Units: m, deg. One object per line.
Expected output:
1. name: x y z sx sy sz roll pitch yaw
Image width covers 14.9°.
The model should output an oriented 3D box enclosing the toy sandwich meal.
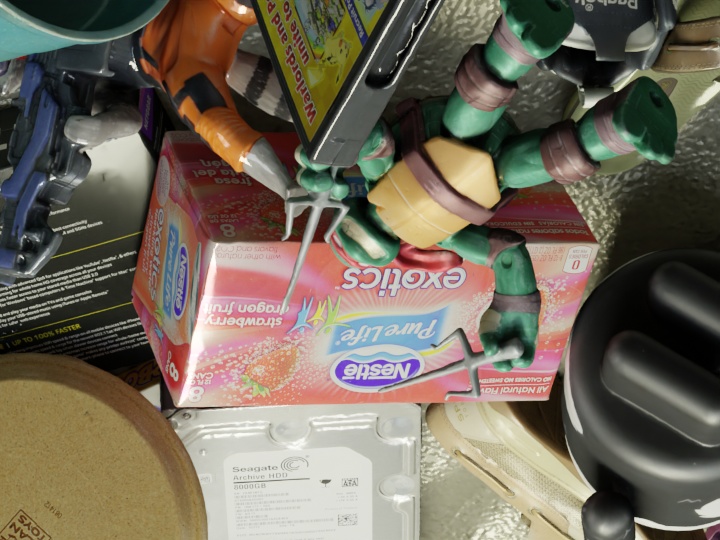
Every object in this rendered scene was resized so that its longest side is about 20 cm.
1. toy sandwich meal: -0.168 0.143 1.405 0.204 0.206 0.070 -4 176 2

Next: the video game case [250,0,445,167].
1. video game case: -0.003 -0.176 1.132 0.025 0.200 0.181 5 136 -28

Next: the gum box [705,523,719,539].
1. gum box: 0.283 0.196 1.601 0.199 0.066 0.114 9 132 -10

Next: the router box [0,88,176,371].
1. router box: -0.174 -0.008 1.393 0.199 0.051 0.149 -15 132 12

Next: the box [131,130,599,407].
1. box: 0.000 0.000 1.338 0.199 0.095 0.103 1 126 -22

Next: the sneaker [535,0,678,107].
1. sneaker: 0.106 -0.157 1.202 0.079 0.130 0.199 3 135 -7

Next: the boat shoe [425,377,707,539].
1. boat shoe: 0.119 0.121 1.525 0.064 0.071 0.200 -31 118 31

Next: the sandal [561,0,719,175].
1. sandal: 0.169 -0.104 1.298 0.080 0.057 0.201 6 139 -29

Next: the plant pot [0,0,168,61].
1. plant pot: -0.201 -0.167 1.151 0.188 0.200 0.200 -16 135 34

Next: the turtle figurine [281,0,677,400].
1. turtle figurine: 0.036 -0.036 1.201 0.150 0.101 0.200 29 130 -27

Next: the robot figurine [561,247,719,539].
1. robot figurine: 0.165 0.063 1.395 0.150 0.125 0.200 -19 162 -3

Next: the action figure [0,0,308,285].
1. action figure: -0.096 -0.077 1.260 0.193 0.201 0.105 19 179 22

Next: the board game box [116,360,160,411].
1. board game box: -0.110 0.093 1.515 0.200 0.030 0.096 -27 130 20

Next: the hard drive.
1. hard drive: -0.036 0.123 1.507 0.139 0.038 0.200 -3 138 -3
